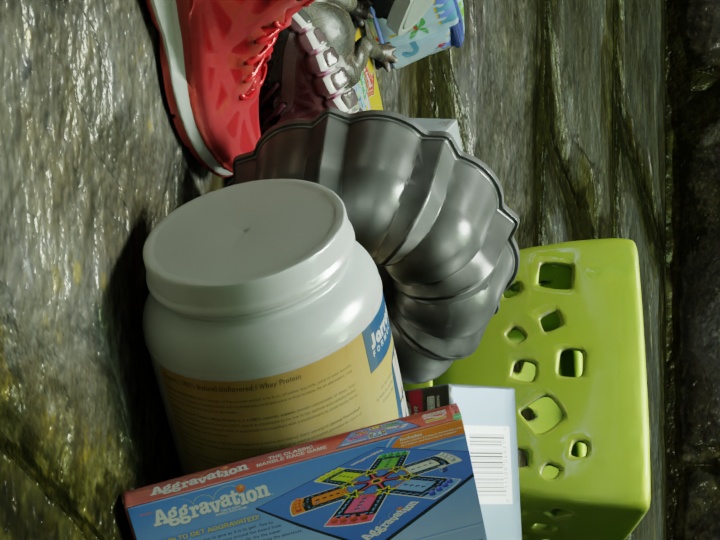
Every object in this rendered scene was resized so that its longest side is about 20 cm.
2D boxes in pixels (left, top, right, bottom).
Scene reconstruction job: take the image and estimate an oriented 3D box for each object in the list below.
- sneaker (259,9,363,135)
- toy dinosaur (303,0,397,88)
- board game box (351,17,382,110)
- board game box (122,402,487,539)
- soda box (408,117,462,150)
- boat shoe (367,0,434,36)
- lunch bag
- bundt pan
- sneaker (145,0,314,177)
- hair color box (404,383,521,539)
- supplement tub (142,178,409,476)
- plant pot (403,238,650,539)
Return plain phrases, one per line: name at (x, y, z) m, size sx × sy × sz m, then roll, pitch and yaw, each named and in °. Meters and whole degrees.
sneaker at (-0.058, -0.088, 1.638) m, size 0.201 × 0.115 × 0.076 m, roll 57°, pitch -24°, yaw -8°
toy dinosaur at (-0.030, -0.177, 1.740) m, size 0.102 × 0.076 × 0.202 m, roll -1°, pitch 84°, yaw -69°
board game box at (-0.006, -0.074, 1.895) m, size 0.135 × 0.034 × 0.201 m, roll -73°, pitch 154°, yaw -54°
board game box at (-0.029, 0.147, 1.423) m, size 0.019 × 0.198 × 0.104 m, roll -109°, pitch -175°, yaw -59°
soda box at (0.008, -0.040, 1.786) m, size 0.200 × 0.063 × 0.069 m, roll -47°, pitch 133°, yaw -51°
boat shoe at (0.041, -0.250, 1.739) m, size 0.076 × 0.060 × 0.201 m, roll -43°, pitch 167°, yaw -44°
lunch bag at (0.017, -0.272, 1.896) m, size 0.201 × 0.082 × 0.161 m, roll 70°, pitch 0°, yaw -48°
bundt pan at (0.000, 0.000, 1.560) m, size 0.076 × 0.200 × 0.203 m, roll -77°, pitch 158°, yaw -49°
sneaker at (-0.063, -0.143, 1.528) m, size 0.079 × 0.115 × 0.201 m, roll -80°, pitch 160°, yaw -44°
hair color box at (0.015, 0.134, 1.599) m, size 0.060 × 0.199 × 0.100 m, roll 5°, pitch 79°, yaw -39°
supplement tub at (-0.049, 0.062, 1.468) m, size 0.145 × 0.143 × 0.201 m, roll -71°, pitch 153°, yaw -56°
plant pot at (0.094, 0.098, 1.741) m, size 0.200 × 0.180 × 0.201 m, roll 107°, pitch -17°, yaw -68°
